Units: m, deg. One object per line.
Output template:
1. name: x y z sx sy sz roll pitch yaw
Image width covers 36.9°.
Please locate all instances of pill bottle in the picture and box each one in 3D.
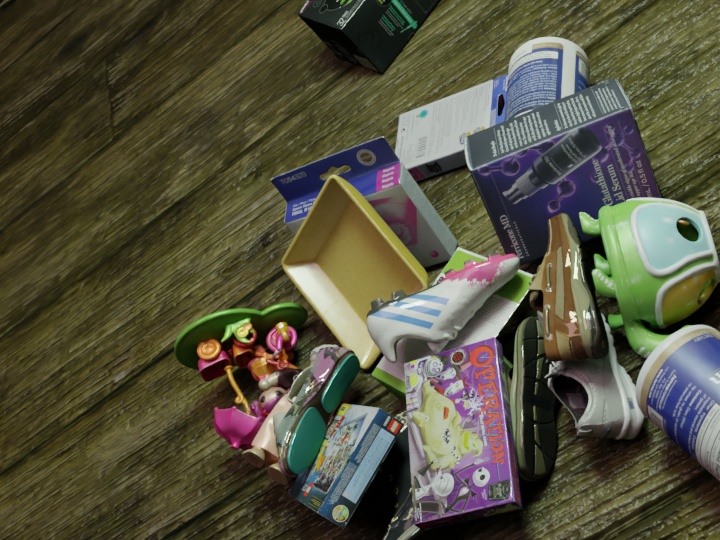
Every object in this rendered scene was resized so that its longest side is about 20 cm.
1. pill bottle: 0.370 0.148 1.038 0.116 0.116 0.200 -47 41 2
2. pill bottle: 0.246 -0.201 1.428 0.111 0.111 0.201 -15 50 33

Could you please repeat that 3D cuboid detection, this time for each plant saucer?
1. plant saucer: 0.000 0.000 1.429 0.200 0.048 0.200 51 137 17

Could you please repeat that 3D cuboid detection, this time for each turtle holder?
1. turtle holder: 0.323 0.002 1.177 0.131 0.141 0.186 -15 34 14

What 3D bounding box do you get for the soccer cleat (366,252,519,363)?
1. soccer cleat: 0.106 0.047 1.287 0.199 0.070 0.087 -23 80 9

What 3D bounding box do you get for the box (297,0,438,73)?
1. box: 0.024 -0.458 1.820 0.200 0.124 0.148 -53 41 -4

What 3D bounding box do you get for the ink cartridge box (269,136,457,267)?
1. ink cartridge box: 0.000 -0.069 1.473 0.196 0.200 0.043 -17 37 32

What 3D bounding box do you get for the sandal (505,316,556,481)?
1. sandal: 0.188 0.143 1.239 0.057 0.080 0.202 -22 45 47

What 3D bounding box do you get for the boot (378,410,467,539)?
1. boot: 0.052 0.269 1.265 0.204 0.073 0.154 -52 36 -4

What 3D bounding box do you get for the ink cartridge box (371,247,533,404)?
1. ink cartridge box: 0.131 0.087 1.331 0.148 0.076 0.200 23 74 49

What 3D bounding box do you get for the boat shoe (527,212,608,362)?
1. boat shoe: 0.220 0.018 1.193 0.074 0.076 0.200 -18 41 17

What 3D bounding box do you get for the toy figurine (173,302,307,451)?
1. toy figurine: -0.144 0.162 1.507 0.199 0.150 0.185 -19 57 -3

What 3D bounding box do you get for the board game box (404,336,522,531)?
1. board game box: 0.110 0.180 1.203 0.120 0.032 0.201 -16 53 19

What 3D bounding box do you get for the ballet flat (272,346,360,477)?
1. ballet flat: -0.069 0.177 1.375 0.071 0.069 0.200 4 47 32

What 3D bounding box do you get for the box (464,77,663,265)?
1. box: 0.242 -0.116 1.293 0.199 0.148 0.104 -22 27 13

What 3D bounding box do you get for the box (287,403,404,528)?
1. box: -0.022 0.230 1.305 0.137 0.038 0.200 -59 9 -11

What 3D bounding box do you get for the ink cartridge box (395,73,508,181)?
1. ink cartridge box: 0.141 -0.205 1.580 0.200 0.042 0.120 -18 48 34

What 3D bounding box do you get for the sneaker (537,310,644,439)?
1. sneaker: 0.237 0.099 1.194 0.200 0.082 0.075 -114 29 -43

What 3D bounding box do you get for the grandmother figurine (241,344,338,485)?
1. grandmother figurine: -0.081 0.177 1.438 0.200 0.121 0.061 -56 11 -30
